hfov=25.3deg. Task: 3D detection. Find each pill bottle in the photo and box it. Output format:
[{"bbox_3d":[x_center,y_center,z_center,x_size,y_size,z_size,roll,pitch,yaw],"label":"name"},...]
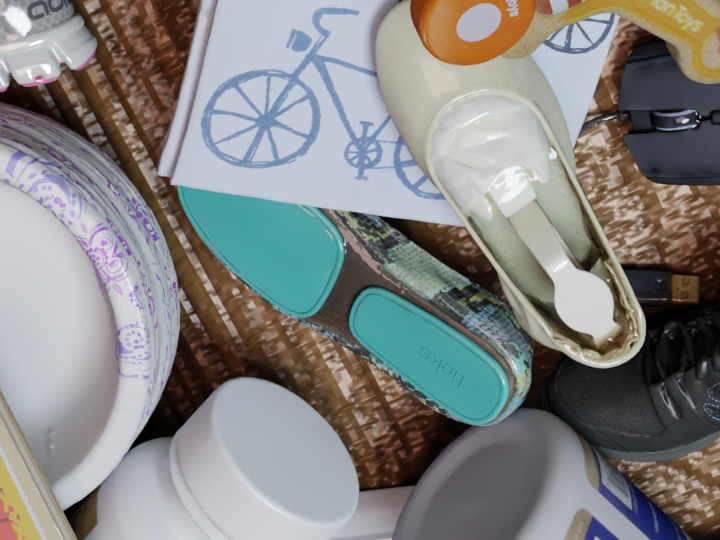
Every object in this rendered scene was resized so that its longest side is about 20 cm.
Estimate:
[{"bbox_3d":[-0.094,0.150,0.805,0.114,0.115,0.200,39,117,-6],"label":"pill bottle"},{"bbox_3d":[0.117,0.167,0.776,0.115,0.116,0.200,-40,115,18],"label":"pill bottle"}]

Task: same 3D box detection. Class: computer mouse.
[{"bbox_3d":[0.166,-0.047,0.750,0.197,0.046,0.142,-3,108,9],"label":"computer mouse"}]

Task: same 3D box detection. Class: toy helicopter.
[{"bbox_3d":[0.106,-0.131,0.639,0.199,0.079,0.132,20,125,-40],"label":"toy helicopter"}]

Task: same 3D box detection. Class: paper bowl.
[{"bbox_3d":[-0.186,0.017,0.791,0.198,0.104,0.203,2,109,7],"label":"paper bowl"}]

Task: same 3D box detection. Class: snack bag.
[{"bbox_3d":[0.022,-0.109,0.690,0.186,0.022,0.202,7,124,-16],"label":"snack bag"}]

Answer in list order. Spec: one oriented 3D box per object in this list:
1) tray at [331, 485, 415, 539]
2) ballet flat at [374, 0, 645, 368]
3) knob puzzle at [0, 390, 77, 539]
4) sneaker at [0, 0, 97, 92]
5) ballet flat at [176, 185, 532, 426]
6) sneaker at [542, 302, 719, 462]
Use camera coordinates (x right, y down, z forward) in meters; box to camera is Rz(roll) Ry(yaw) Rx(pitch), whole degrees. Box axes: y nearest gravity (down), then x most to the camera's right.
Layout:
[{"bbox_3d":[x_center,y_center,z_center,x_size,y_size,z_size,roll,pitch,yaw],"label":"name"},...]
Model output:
[{"bbox_3d":[0.023,0.169,0.856,0.197,0.022,0.109,-8,108,11],"label":"tray"},{"bbox_3d":[0.071,-0.031,0.698,0.069,0.070,0.201,-26,124,15],"label":"ballet flat"},{"bbox_3d":[-0.228,0.136,0.764,0.217,0.030,0.222,8,114,17],"label":"knob puzzle"},{"bbox_3d":[-0.229,-0.125,0.769,0.197,0.074,0.089,-8,107,6],"label":"sneaker"},{"bbox_3d":[0.000,0.000,0.778,0.199,0.074,0.075,39,110,5],"label":"ballet flat"},{"bbox_3d":[0.173,0.034,0.740,0.198,0.074,0.082,-13,147,22],"label":"sneaker"}]
